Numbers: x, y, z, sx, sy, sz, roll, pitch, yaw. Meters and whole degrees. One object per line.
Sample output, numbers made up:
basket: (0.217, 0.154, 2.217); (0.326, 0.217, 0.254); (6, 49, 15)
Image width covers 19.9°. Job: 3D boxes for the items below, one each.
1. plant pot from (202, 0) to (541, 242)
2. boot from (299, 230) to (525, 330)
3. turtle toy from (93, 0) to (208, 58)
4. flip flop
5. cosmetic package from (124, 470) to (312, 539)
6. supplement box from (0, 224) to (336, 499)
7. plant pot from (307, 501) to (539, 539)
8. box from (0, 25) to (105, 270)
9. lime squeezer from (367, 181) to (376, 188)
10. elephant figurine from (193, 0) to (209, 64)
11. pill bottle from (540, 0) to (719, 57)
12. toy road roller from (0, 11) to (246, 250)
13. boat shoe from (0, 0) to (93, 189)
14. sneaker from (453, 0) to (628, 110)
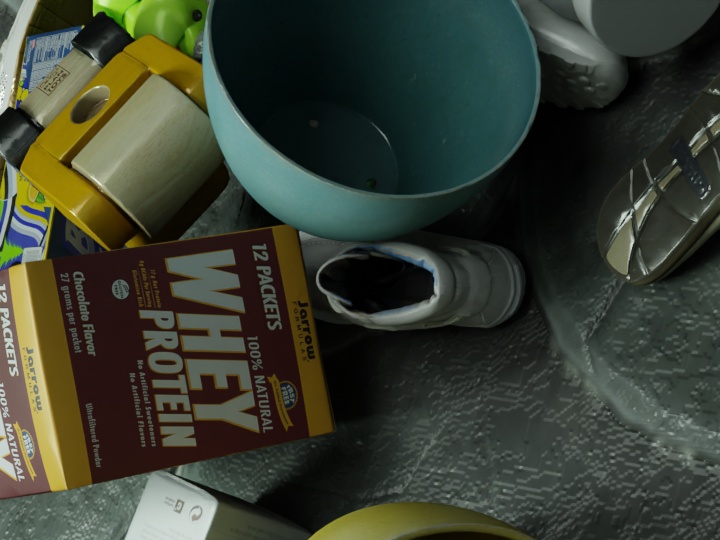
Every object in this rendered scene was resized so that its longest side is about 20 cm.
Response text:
plant pot: (-0.006, -0.096, 1.234); (0.135, 0.199, 0.201); (117, 150, -58)
boot: (0.000, 0.000, 1.292); (0.199, 0.095, 0.074); (1, 88, 40)
turtle toy: (-0.145, -0.202, 1.468); (0.100, 0.146, 0.201); (-13, 38, 5)
flip flop: (0.217, -0.059, 1.175); (0.200, 0.057, 0.081); (-45, 53, 36)
cosmetic package: (-0.116, 0.238, 1.297); (0.074, 0.101, 0.201); (19, 84, 43)
supplement box: (-0.158, 0.061, 1.285); (0.200, 0.196, 0.134); (-14, 86, 53)
plant pot: (0.023, 0.210, 1.153); (0.201, 0.199, 0.142); (-59, 23, 5)
box: (-0.221, -0.075, 1.532); (0.064, 0.070, 0.201); (-6, 69, 38)
lime squeezer: (0.001, -0.113, 1.394); (0.071, 0.037, 0.201); (123, 141, -51)
elephant figurine: (-0.057, -0.215, 1.389); (0.200, 0.155, 0.142); (-43, 69, -5)
pill bottle: (0.137, -0.223, 1.249); (0.116, 0.116, 0.200); (-47, 42, 15)
toy road roller: (-0.140, -0.069, 1.349); (0.123, 0.146, 0.200); (-47, 36, -7)
boat shoe: (-0.267, -0.144, 1.599); (0.069, 0.071, 0.201); (11, 81, 40)
sneaker: (0.097, -0.165, 1.307); (0.199, 0.077, 0.081); (27, 70, 37)
